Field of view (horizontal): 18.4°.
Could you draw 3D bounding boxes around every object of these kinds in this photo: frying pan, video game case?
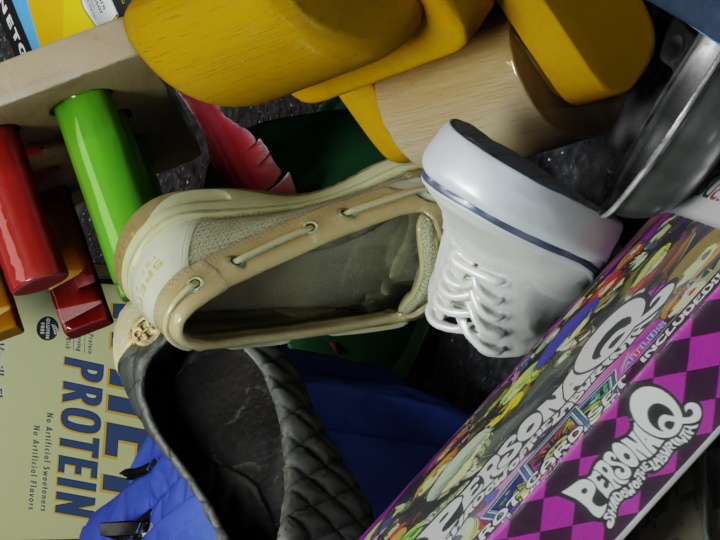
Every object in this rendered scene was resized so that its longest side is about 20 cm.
[{"bbox_3d":[0.115,-0.059,0.799,0.115,0.031,0.190,-58,0,-9],"label":"frying pan"},{"bbox_3d":[0.075,0.047,0.732,0.200,0.036,0.181,-48,4,3],"label":"video game case"}]

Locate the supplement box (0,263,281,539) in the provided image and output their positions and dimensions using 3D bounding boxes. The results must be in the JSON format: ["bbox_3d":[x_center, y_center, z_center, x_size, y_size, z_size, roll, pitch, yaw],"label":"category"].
[{"bbox_3d":[-0.174,0.066,1.229,0.199,0.199,0.135,8,95,61],"label":"supplement box"}]

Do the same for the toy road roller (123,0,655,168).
[{"bbox_3d":[0.001,-0.100,0.837,0.122,0.200,0.146,-14,32,47],"label":"toy road roller"}]

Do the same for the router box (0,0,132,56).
[{"bbox_3d":[-0.139,-0.181,1.006,0.201,0.051,0.149,66,151,8],"label":"router box"}]

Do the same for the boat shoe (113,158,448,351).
[{"bbox_3d":[0.000,-0.002,0.919,0.063,0.199,0.074,49,134,46],"label":"boat shoe"}]

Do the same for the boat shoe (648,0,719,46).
[{"bbox_3d":[0.112,-0.109,0.684,0.199,0.069,0.084,20,68,44],"label":"boat shoe"}]

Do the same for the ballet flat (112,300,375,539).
[{"bbox_3d":[-0.051,0.063,0.890,0.067,0.057,0.200,-47,44,5],"label":"ballet flat"}]

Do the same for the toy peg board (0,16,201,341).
[{"bbox_3d":[-0.164,-0.010,0.995,0.200,0.198,0.098,75,174,-80],"label":"toy peg board"}]

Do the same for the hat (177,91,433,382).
[{"bbox_3d":[-0.067,-0.027,1.063,0.166,0.175,0.201,47,127,51],"label":"hat"}]

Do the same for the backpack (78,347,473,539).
[{"bbox_3d":[-0.033,0.117,1.007,0.200,0.161,0.169,-42,48,53],"label":"backpack"}]

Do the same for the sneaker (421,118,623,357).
[{"bbox_3d":[0.058,-0.001,0.845,0.073,0.200,0.071,33,90,19],"label":"sneaker"}]

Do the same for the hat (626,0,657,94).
[{"bbox_3d":[0.051,-0.159,0.928,0.081,0.201,0.200,-52,10,-33],"label":"hat"}]

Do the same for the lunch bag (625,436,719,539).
[{"bbox_3d":[0.115,0.119,0.782,0.164,0.117,0.201,-47,41,47],"label":"lunch bag"}]
